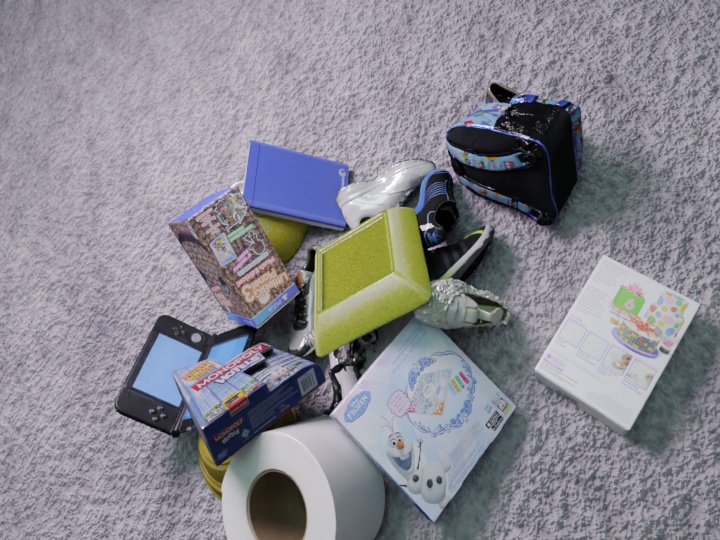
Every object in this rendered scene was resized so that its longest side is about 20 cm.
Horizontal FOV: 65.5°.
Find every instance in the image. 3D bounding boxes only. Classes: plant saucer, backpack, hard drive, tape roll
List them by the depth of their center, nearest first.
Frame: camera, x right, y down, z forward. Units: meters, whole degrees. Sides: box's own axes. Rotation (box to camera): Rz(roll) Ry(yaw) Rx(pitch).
[{"bbox_3d":[-0.078,0.321,0.786,0.196,0.138,0.212,-3,85,31],"label":"tape roll"},{"bbox_3d":[0.000,0.000,0.834,0.195,0.048,0.204,-29,39,20],"label":"plant saucer"},{"bbox_3d":[0.242,-0.191,0.905,0.196,0.184,0.136,23,67,39],"label":"backpack"},{"bbox_3d":[-0.118,-0.157,1.039,0.193,0.025,0.137,11,66,-18],"label":"hard drive"}]

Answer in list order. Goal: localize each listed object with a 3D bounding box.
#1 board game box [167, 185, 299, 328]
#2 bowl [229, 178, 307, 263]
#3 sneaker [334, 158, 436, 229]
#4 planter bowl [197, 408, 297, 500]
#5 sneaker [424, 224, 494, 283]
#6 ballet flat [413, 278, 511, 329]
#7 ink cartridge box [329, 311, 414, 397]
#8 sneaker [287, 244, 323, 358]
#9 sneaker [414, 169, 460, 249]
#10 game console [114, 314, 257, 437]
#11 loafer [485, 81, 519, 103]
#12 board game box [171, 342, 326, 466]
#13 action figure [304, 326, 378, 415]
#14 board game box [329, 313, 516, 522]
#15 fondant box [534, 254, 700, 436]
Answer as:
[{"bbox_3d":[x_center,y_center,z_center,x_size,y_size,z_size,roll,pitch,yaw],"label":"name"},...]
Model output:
[{"bbox_3d":[-0.215,-0.022,0.942,0.096,0.204,0.158,-38,19,-24],"label":"board game box"},{"bbox_3d":[-0.208,-0.108,1.074,0.192,0.108,0.208,-8,66,18],"label":"bowl"},{"bbox_3d":[0.053,-0.137,1.019,0.194,0.074,0.090,-25,84,7],"label":"sneaker"},{"bbox_3d":[-0.205,0.275,0.921,0.193,0.084,0.208,-8,65,18],"label":"planter bowl"},{"bbox_3d":[0.139,-0.021,0.892,0.082,0.073,0.199,38,61,17],"label":"sneaker"},{"bbox_3d":[0.159,0.054,0.815,0.070,0.196,0.075,-4,84,44],"label":"ballet flat"},{"bbox_3d":[0.036,0.112,0.931,0.196,0.050,0.166,-27,59,26],"label":"ink cartridge box"},{"bbox_3d":[-0.092,0.052,0.967,0.072,0.079,0.207,-5,62,44],"label":"sneaker"},{"bbox_3d":[0.134,-0.104,0.928,0.076,0.071,0.203,-6,39,33],"label":"sneaker"},{"bbox_3d":[-0.289,0.158,0.943,0.119,0.167,0.204,-51,18,41],"label":"game console"},{"bbox_3d":[0.294,-0.264,0.974,0.198,0.063,0.072,39,84,30],"label":"loafer"},{"bbox_3d":[-0.185,0.169,0.824,0.197,0.064,0.196,-32,26,-36],"label":"board game box"},{"bbox_3d":[-0.020,0.115,0.876,0.115,0.102,0.208,-12,67,19],"label":"action figure"},{"bbox_3d":[0.090,0.200,0.796,0.199,0.043,0.200,44,73,2],"label":"board game box"},{"bbox_3d":[0.359,0.103,0.794,0.142,0.058,0.203,31,82,29],"label":"fondant box"}]
